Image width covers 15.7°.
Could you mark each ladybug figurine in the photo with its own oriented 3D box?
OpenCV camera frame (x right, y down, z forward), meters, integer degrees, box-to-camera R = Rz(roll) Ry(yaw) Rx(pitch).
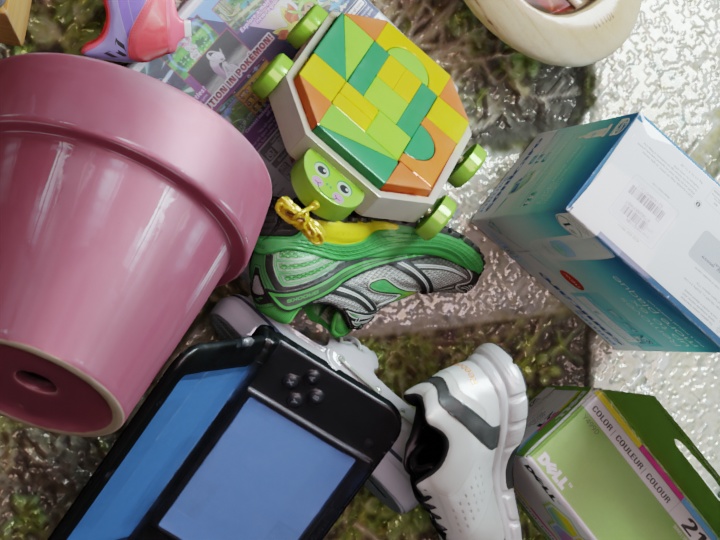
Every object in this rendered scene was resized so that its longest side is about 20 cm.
[{"bbox_3d":[0.113,-0.231,1.797,0.135,0.072,0.201,-33,98,-13],"label":"ladybug figurine"}]

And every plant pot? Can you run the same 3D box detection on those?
[{"bbox_3d":[-0.175,-0.006,1.599,0.199,0.200,0.180,27,64,-13],"label":"plant pot"}]

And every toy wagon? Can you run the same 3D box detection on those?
[{"bbox_3d":[0.002,-0.088,1.699,0.155,0.040,0.200,40,38,-7],"label":"toy wagon"}]

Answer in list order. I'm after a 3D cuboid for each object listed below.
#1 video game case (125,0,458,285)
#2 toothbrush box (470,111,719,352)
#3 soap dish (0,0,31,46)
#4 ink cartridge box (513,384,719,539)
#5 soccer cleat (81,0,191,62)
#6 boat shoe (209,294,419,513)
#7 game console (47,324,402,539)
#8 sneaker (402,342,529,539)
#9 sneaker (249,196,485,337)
[{"bbox_3d":[-0.061,-0.112,1.772,0.182,0.023,0.200,43,79,-11],"label":"video game case"},{"bbox_3d":[0.179,-0.022,1.745,0.146,0.200,0.085,41,80,-12],"label":"toothbrush box"},{"bbox_3d":[-0.298,-0.241,1.670,0.199,0.081,0.158,11,91,-12],"label":"soap dish"},{"bbox_3d":[0.178,0.155,1.740,0.076,0.200,0.148,-41,99,-13],"label":"ink cartridge box"},{"bbox_3d":[-0.157,-0.236,1.713,0.076,0.067,0.201,-7,93,-7],"label":"soccer cleat"},{"bbox_3d":[-0.018,0.076,1.760,0.067,0.073,0.200,-49,113,-15],"label":"boat shoe"},{"bbox_3d":[-0.091,0.146,1.671,0.175,0.117,0.200,32,108,-14],"label":"game console"},{"bbox_3d":[0.061,0.142,1.738,0.080,0.074,0.201,-19,124,-26],"label":"sneaker"},{"bbox_3d":[0.000,0.000,1.742,0.199,0.078,0.086,4,101,-41],"label":"sneaker"}]
